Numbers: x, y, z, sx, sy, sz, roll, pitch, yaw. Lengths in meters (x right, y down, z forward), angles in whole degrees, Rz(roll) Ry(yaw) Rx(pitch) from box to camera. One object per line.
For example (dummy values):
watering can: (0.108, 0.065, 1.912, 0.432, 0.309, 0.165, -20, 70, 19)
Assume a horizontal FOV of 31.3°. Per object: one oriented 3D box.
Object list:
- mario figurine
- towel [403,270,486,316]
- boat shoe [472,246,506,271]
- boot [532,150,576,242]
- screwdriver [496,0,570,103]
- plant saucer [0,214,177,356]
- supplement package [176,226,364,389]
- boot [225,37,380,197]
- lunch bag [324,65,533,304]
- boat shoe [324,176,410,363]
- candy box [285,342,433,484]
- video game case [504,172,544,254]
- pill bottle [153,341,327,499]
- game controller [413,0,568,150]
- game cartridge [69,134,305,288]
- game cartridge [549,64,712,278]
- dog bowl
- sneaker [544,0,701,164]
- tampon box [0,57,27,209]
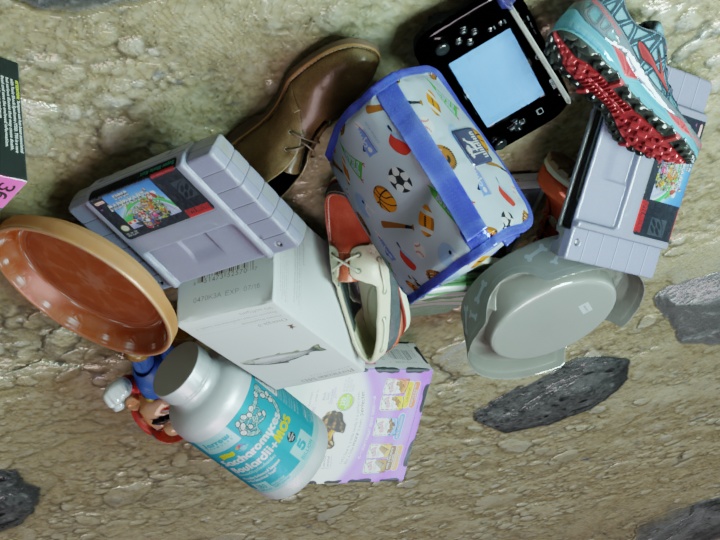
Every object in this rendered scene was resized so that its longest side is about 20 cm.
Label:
mario figurine: (-0.222, 0.140, 1.480, 0.122, 0.107, 0.201, 12, 143, 6)
towel: (0.086, 0.030, 1.423, 0.151, 0.024, 0.200, -5, 170, -27)
boat shoe: (0.094, -0.030, 1.314, 0.071, 0.061, 0.201, -9, 175, 31)
boot: (0.218, -0.049, 1.343, 0.107, 0.075, 0.200, -41, 145, 9)
screwdriver: (0.131, -0.211, 1.078, 0.028, 0.029, 0.200, -40, 131, 1)
plant saucer: (-0.265, 0.012, 1.250, 0.199, 0.032, 0.201, 21, 151, 12)
supplement package: (-0.088, 0.030, 1.329, 0.116, 0.118, 0.200, -14, 151, 23)
boot: (-0.048, -0.127, 1.147, 0.073, 0.076, 0.200, 17, 137, -37)
lunch bag: (0.058, -0.075, 1.105, 0.123, 0.171, 0.200, -32, 176, -6)
boat shoe: (0.000, 0.000, 1.307, 0.071, 0.063, 0.201, 9, 128, 36)
candy box: (-0.029, 0.175, 1.582, 0.198, 0.072, 0.169, 3, 116, -25)
video game case: (0.090, -0.035, 1.397, 0.180, 0.024, 0.201, -4, 148, -15)
pill bottle: (-0.136, 0.161, 1.423, 0.110, 0.111, 0.200, -30, 127, 27)
game controller: (0.121, -0.178, 1.159, 0.104, 0.042, 0.200, -22, 149, 15)
game cartridge: (-0.162, -0.048, 1.171, 0.199, 0.039, 0.130, -16, 134, 39)
game cartridge: (0.263, -0.099, 1.229, 0.129, 0.038, 0.202, 11, 98, -30)
dog bowl: (0.195, 0.036, 1.347, 0.198, 0.059, 0.201, -16, 149, -10)
sneaker: (0.253, -0.174, 1.135, 0.200, 0.096, 0.079, 42, 163, -33)
tampon box: (-0.386, -0.104, 1.004, 0.199, 0.127, 0.150, 16, 139, -40)
